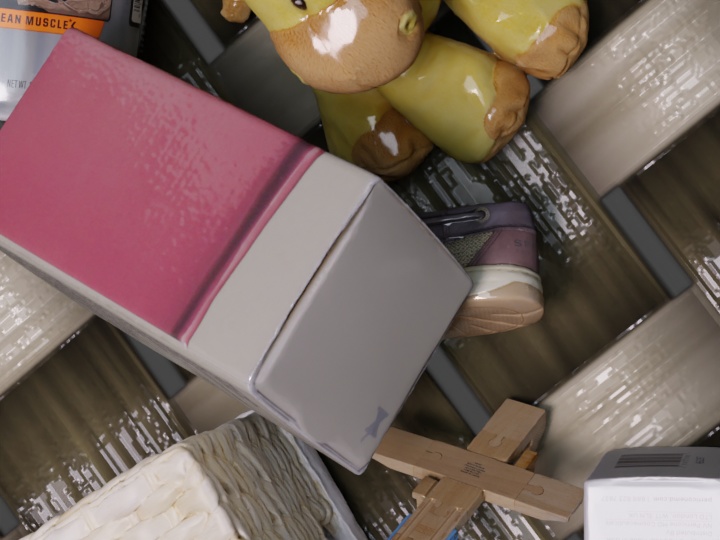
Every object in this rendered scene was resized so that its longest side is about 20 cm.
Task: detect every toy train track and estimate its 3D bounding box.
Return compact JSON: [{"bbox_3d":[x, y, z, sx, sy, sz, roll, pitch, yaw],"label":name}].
[{"bbox_3d":[0.035,0.132,0.919,0.114,0.200,0.033,16,129,28],"label":"toy train track"}]

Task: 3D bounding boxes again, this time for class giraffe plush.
[{"bbox_3d":[-0.001,-0.141,0.916,0.200,0.162,0.173,44,102,8],"label":"giraffe plush"}]

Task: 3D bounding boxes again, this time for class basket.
[{"bbox_3d":[-0.087,0.200,0.957,0.199,0.161,0.199,-32,84,12],"label":"basket"}]

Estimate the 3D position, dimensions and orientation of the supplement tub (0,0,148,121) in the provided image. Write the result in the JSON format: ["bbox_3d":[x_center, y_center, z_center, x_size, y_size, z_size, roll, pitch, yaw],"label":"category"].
[{"bbox_3d":[-0.165,-0.177,0.977,0.121,0.122,0.202,7,94,14],"label":"supplement tub"}]

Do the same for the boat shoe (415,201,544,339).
[{"bbox_3d":[0.000,0.000,0.975,0.198,0.072,0.065,-5,67,26],"label":"boat shoe"}]

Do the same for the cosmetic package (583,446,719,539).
[{"bbox_3d":[0.148,0.193,0.926,0.073,0.102,0.202,-2,93,14],"label":"cosmetic package"}]

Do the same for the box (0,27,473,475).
[{"bbox_3d":[-0.068,-0.011,0.895,0.199,0.128,0.110,27,81,31],"label":"box"}]
